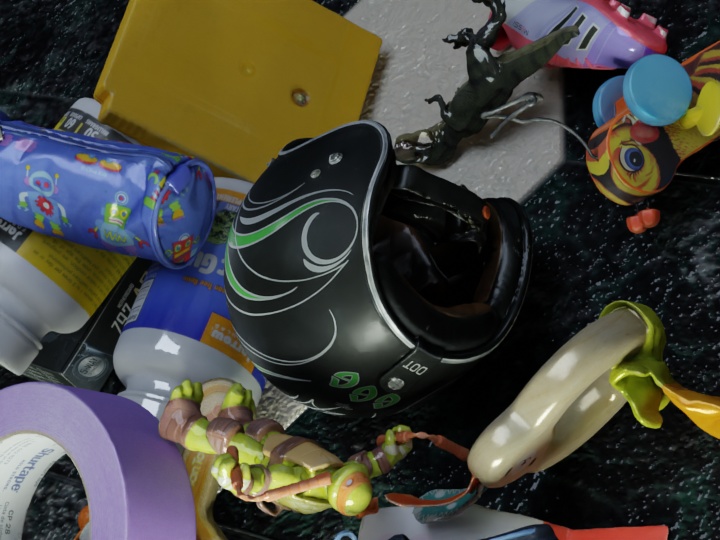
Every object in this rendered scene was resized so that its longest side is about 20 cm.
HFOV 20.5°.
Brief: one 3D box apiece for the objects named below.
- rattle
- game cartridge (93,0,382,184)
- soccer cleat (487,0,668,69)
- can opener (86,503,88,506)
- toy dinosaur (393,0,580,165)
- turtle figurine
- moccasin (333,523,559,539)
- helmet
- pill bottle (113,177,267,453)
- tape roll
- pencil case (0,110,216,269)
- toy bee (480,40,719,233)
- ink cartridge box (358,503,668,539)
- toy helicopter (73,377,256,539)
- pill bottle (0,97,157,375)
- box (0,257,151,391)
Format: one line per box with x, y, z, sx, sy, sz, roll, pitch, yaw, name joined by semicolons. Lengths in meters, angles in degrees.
0.136;0.126;1.223;0.200;0.130;0.143;-40;85;-18;rattle
-0.093;-0.148;1.528;0.032;0.199;0.177;-37;31;57;game cartridge
0.154;-0.170;1.447;0.077;0.067;0.200;-62;32;10;soccer cleat
-0.183;0.195;1.426;0.066;0.053;0.201;-18;49;25;can opener
0.092;-0.152;1.459;0.200;0.047;0.088;-40;53;44;toy dinosaur
-0.039;0.120;1.260;0.161;0.200;0.065;23;111;40;turtle figurine
0.030;0.193;1.204;0.199;0.081;0.068;-8;68;11;moccasin
0.000;0.000;1.349;0.190;0.200;0.201;-15;48;50;helmet
-0.112;0.043;1.448;0.112;0.112;0.201;1;59;36;pill bottle
-0.201;0.176;1.303;0.200;0.066;0.201;-10;74;38;tape roll
-0.202;-0.063;1.418;0.199;0.087;0.078;15;48;22;pencil case
0.191;-0.084;1.339;0.199;0.131;0.109;-20;86;1;toy bee
0.079;0.222;1.224;0.199;0.057;0.163;-11;52;35;ink cartridge box
-0.129;0.165;1.343;0.132;0.079;0.201;16;77;17;toy helicopter
-0.230;-0.023;1.519;0.111;0.111;0.200;25;74;44;pill bottle
-0.250;0.007;1.622;0.200;0.044;0.161;16;68;41;box
